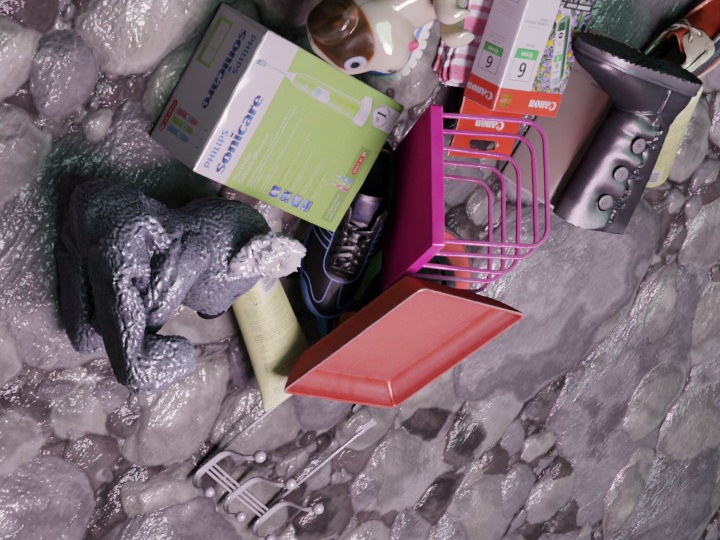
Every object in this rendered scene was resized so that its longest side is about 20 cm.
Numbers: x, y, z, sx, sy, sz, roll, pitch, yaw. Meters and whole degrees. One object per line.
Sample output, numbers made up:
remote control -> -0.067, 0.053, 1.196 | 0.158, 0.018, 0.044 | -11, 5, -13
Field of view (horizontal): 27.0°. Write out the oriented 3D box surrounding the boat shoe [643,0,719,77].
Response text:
boat shoe -> 0.376, -0.258, 1.774 | 0.200, 0.071, 0.063 | -46, 141, 0

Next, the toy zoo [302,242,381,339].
toy zoo -> 0.000, 0.000, 1.639 | 0.131, 0.020, 0.201 | -32, 133, -22

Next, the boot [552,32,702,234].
boot -> 0.262, -0.145, 1.641 | 0.164, 0.066, 0.201 | 17, 116, -23

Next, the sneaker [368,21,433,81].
sneaker -> 0.048, -0.285, 1.462 | 0.089, 0.078, 0.201 | 18, 103, -48

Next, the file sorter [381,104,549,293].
file sorter -> 0.103, -0.064, 1.508 | 0.125, 0.200, 0.140 | 3, 76, -12

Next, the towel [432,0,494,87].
towel -> 0.164, -0.285, 1.599 | 0.146, 0.030, 0.201 | 3, 113, -43

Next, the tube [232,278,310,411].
tube -> -0.097, 0.055, 1.547 | 0.052, 0.058, 0.201 | -77, 154, -49

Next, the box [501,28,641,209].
box -> 0.254, -0.167, 1.715 | 0.068, 0.082, 0.200 | 26, 98, -48

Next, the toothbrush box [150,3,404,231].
toothbrush box -> -0.077, -0.143, 1.436 | 0.200, 0.086, 0.146 | 21, 101, -47

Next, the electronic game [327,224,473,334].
electronic game -> 0.046, 0.037, 1.657 | 0.199, 0.042, 0.201 | -21, 128, -30

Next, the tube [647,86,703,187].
tube -> 0.353, -0.160, 1.765 | 0.058, 0.052, 0.200 | -60, 167, -15

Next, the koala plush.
koala plush -> -0.163, -0.012, 1.387 | 0.199, 0.177, 0.185 | -16, 115, -29

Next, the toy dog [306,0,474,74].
toy dog -> 0.026, -0.272, 1.361 | 0.201, 0.193, 0.140 | -63, 180, -2

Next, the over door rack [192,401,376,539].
over door rack -> -0.075, 0.203, 1.668 | 0.200, 0.067, 0.148 | -48, 137, -7

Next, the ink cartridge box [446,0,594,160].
ink cartridge box -> 0.170, -0.206, 1.598 | 0.109, 0.050, 0.201 | 0, 114, -44

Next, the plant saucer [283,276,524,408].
plant saucer -> 0.043, 0.073, 1.573 | 0.200, 0.037, 0.199 | -37, 151, 27

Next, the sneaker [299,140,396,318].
sneaker -> -0.012, -0.043, 1.533 | 0.070, 0.078, 0.201 | 12, 95, -14
